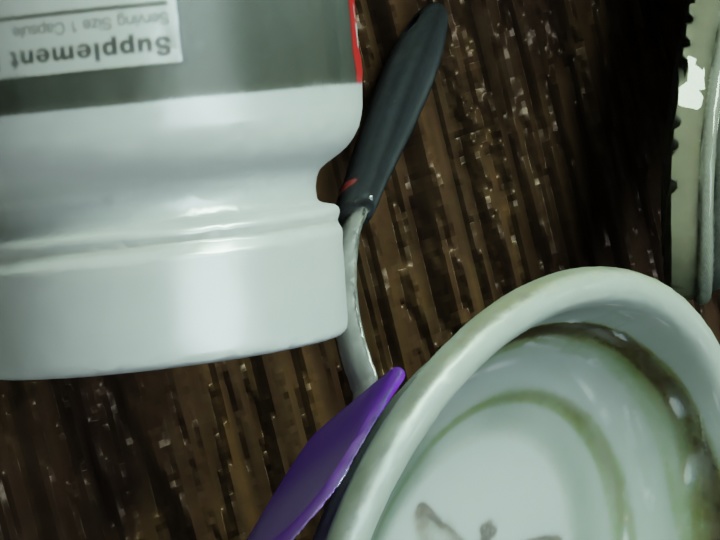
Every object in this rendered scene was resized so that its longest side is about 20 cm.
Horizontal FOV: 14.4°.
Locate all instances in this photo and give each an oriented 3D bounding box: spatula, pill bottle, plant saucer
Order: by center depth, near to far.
[{"bbox_3d":[-0.059,-0.079,0.710,0.113,0.114,0.201,-9,94,-35],"label":"pill bottle"},{"bbox_3d":[0.000,0.000,0.766,0.020,0.057,0.201,27,51,-18],"label":"spatula"},{"bbox_3d":[0.035,0.094,0.793,0.200,0.050,0.201,-19,116,-46],"label":"plant saucer"}]

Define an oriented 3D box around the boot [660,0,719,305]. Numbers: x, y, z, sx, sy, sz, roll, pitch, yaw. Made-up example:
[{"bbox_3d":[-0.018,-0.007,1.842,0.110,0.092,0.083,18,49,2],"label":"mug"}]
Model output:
[{"bbox_3d":[0.194,-0.060,0.835,0.199,0.073,0.183,12,68,7],"label":"boot"}]
